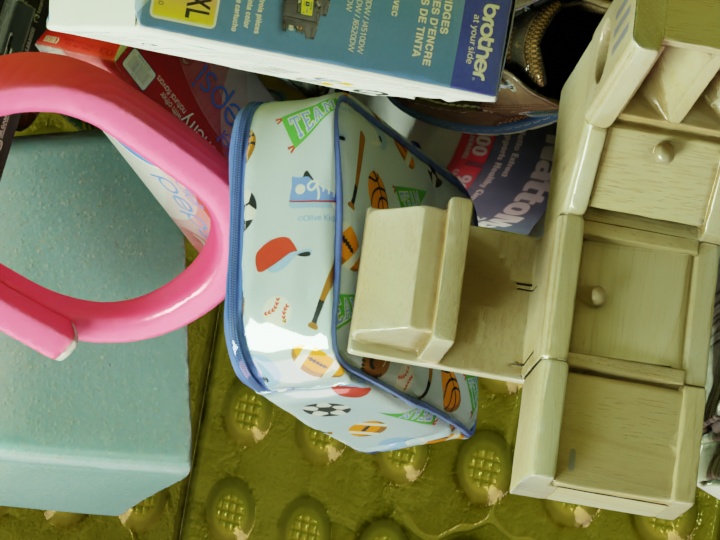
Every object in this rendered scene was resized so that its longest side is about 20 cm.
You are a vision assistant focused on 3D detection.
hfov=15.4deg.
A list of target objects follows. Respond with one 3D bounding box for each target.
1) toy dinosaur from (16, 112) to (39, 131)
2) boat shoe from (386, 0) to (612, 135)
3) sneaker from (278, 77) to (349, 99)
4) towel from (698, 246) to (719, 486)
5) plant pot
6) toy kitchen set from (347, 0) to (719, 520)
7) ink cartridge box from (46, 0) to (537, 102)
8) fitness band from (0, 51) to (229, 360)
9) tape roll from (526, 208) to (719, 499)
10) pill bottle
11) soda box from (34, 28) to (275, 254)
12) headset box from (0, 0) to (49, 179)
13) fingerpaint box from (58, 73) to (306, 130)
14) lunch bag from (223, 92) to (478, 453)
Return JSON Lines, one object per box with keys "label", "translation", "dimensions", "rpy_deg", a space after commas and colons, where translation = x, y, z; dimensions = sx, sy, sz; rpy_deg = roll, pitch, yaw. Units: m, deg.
{"label": "toy dinosaur", "translation": [-0.212, -0.123, 1.513], "dimensions": [0.102, 0.136, 0.200], "rpy_deg": [26, 130, -29]}
{"label": "boat shoe", "translation": [0.093, -0.110, 1.328], "dimensions": [0.199, 0.073, 0.072], "rpy_deg": [-1, 171, 25]}
{"label": "sneaker", "translation": [-0.038, -0.127, 1.349], "dimensions": [0.079, 0.076, 0.200], "rpy_deg": [23, 174, 3]}
{"label": "towel", "translation": [0.182, -0.005, 1.196], "dimensions": [0.034, 0.201, 0.193], "rpy_deg": [8, 169, -6]}
{"label": "plant pot", "translation": [-0.216, 0.033, 1.508], "dimensions": [0.199, 0.197, 0.196], "rpy_deg": [0, 168, -18]}
{"label": "toy kitchen set", "translation": [0.090, -0.016, 1.174], "dimensions": [0.162, 0.201, 0.181], "rpy_deg": [9, 163, -5]}
{"label": "ink cartridge box", "translation": [-0.020, -0.120, 1.155], "dimensions": [0.199, 0.077, 0.136], "rpy_deg": [12, 180, -24]}
{"label": "fitness band", "translation": [-0.145, -0.029, 1.339], "dimensions": [0.200, 0.143, 0.038], "rpy_deg": [34, -155, -36]}
{"label": "tape roll", "translation": [0.181, 0.021, 1.402], "dimensions": [0.202, 0.139, 0.203], "rpy_deg": [36, 173, 5]}
{"label": "pill bottle", "translation": [0.091, -0.081, 1.505], "dimensions": [0.199, 0.120, 0.119], "rpy_deg": [9, -179, -36]}
{"label": "soda box", "translation": [-0.083, -0.071, 1.402], "dimensions": [0.070, 0.064, 0.200], "rpy_deg": [15, 151, 43]}
{"label": "headset box", "translation": [-0.245, -0.122, 1.399], "dimensions": [0.199, 0.150, 0.075], "rpy_deg": [9, 171, 43]}
{"label": "fingerpaint box", "translation": [-0.077, -0.079, 1.592], "dimensions": [0.200, 0.074, 0.167], "rpy_deg": [42, 159, -18]}
{"label": "lunch bag", "translation": [0.000, 0.000, 1.340], "dimensions": [0.075, 0.161, 0.200], "rpy_deg": [-9, 160, 22]}
